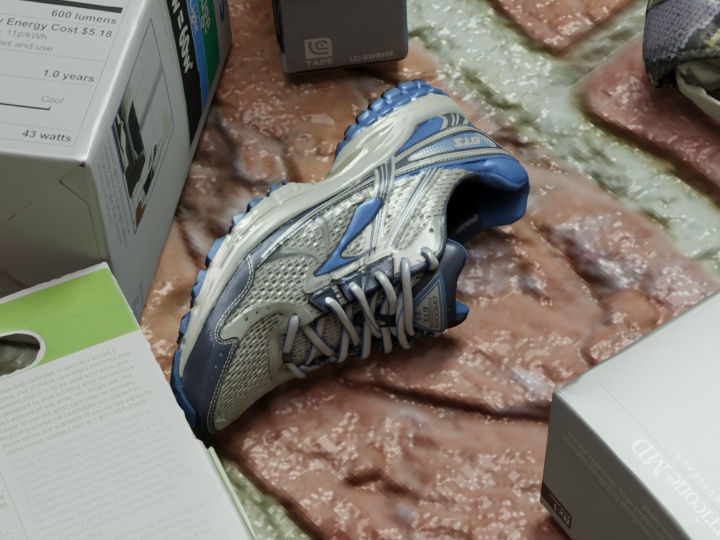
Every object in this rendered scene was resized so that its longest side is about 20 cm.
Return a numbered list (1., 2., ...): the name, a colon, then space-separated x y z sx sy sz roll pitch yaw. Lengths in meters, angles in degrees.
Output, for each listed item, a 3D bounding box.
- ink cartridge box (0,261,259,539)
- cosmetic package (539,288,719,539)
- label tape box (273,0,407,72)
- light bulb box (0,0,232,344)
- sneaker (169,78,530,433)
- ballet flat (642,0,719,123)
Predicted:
1. ink cartridge box: -0.122 0.109 0.889 0.147 0.076 0.200 -20 51 -13
2. cosmetic package: 0.177 0.057 0.911 0.199 0.090 0.107 -30 58 -24
3. label tape box: -0.018 -0.212 1.057 0.063 0.201 0.145 -7 50 -3
4. light bulb box: -0.174 -0.089 1.022 0.197 0.125 0.201 7 50 10
5. sneaker: 0.000 0.000 0.975 0.085 0.077 0.200 31 59 21
6. ballet flat: 0.217 -0.077 1.042 0.199 0.072 0.072 18 53 17
